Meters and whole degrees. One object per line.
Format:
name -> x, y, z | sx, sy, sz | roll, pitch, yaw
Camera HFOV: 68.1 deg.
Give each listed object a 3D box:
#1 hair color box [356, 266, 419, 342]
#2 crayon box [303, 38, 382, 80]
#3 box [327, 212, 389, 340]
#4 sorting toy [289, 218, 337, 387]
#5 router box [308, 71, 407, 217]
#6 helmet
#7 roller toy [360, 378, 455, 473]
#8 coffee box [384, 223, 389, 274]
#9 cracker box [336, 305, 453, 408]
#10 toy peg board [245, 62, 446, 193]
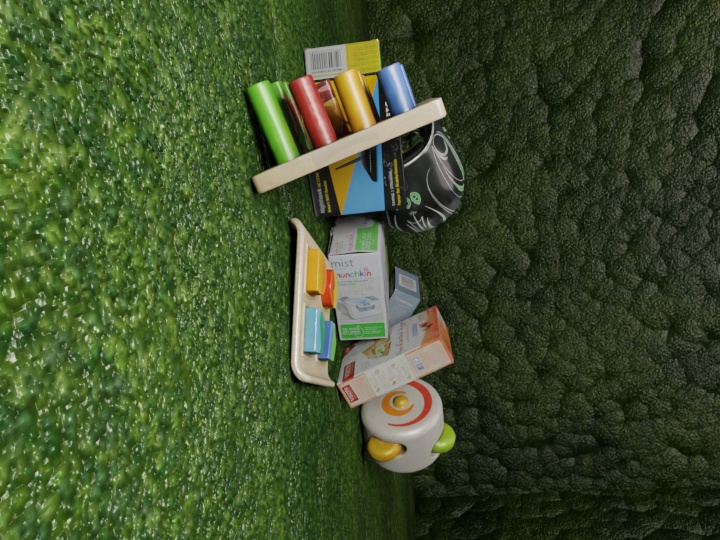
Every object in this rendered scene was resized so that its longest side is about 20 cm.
hair color box -> 0.056, 0.104, 1.147 | 0.099, 0.060, 0.201 | -83, -162, -62
crayon box -> -0.021, -0.263, 0.875 | 0.051, 0.125, 0.203 | 4, 83, -83
box -> 0.000, 0.000, 1.002 | 0.201, 0.095, 0.178 | -83, 168, -62
sorting toy -> -0.056, 0.051, 0.715 | 0.185, 0.036, 0.202 | 62, 24, -74
router box -> -0.010, -0.189, 0.810 | 0.051, 0.147, 0.202 | -83, 166, -64
helmet -> 0.097, -0.166, 0.969 | 0.191, 0.198, 0.202 | 54, 27, -44
roller toy -> 0.091, 0.333, 1.177 | 0.183, 0.198, 0.141 | -127, -156, -55
coffee box -> 0.027, -0.023, 1.318 | 0.114, 0.079, 0.203 | 36, 50, -82
cracker box -> 0.060, 0.150, 0.948 | 0.058, 0.199, 0.134 | 59, 13, -15
toy peg board -> -0.021, -0.180, 0.586 | 0.200, 0.197, 0.099 | -76, 144, -71
